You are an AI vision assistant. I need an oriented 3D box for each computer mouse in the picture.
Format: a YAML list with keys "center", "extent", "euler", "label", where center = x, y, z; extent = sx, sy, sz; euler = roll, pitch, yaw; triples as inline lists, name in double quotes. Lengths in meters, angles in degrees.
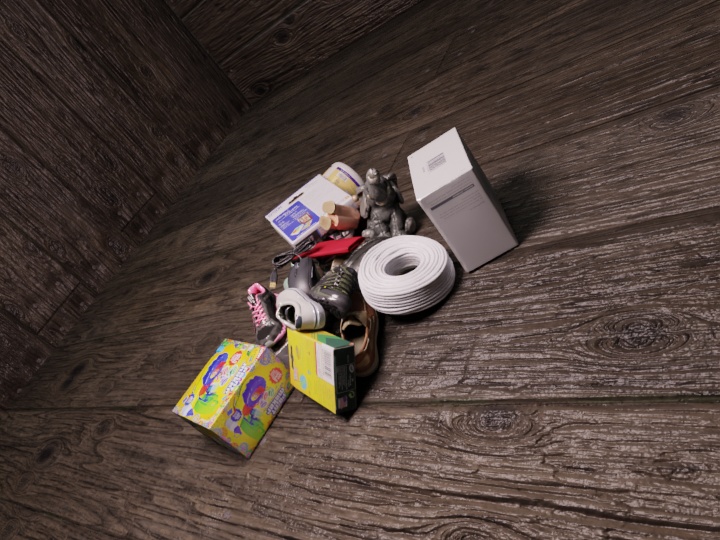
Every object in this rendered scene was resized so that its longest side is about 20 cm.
- center: [-0.162, 0.017, 1.334]
  extent: [0.140, 0.046, 0.201]
  euler: [-26, 49, 21]
  label: "computer mouse"

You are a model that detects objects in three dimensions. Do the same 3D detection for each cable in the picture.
- center: [0.093, 0.005, 1.182]
  extent: [0.198, 0.070, 0.201]
  euler: [-8, 36, 17]
  label: "cable"

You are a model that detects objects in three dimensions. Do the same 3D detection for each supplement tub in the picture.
- center: [-0.085, -0.192, 1.641]
  extent: [0.200, 0.146, 0.145]
  euler: [-48, 29, -11]
  label: "supplement tub"

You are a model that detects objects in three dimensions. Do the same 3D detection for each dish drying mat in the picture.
- center: [-0.083, -0.052, 1.401]
  extent: [0.199, 0.018, 0.077]
  euler: [-8, 26, 41]
  label: "dish drying mat"

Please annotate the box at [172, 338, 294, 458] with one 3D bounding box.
- center: [-0.272, 0.273, 1.261]
  extent: [0.192, 0.122, 0.201]
  euler: [-1, 49, 49]
  label: "box"

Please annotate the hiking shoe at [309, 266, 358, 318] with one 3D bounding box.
- center: [-0.047, 0.032, 1.175]
  extent: [0.101, 0.076, 0.200]
  euler: [-51, 17, -5]
  label: "hiking shoe"

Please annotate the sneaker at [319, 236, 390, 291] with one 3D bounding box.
- center: [0.000, 0.000, 1.324]
  extent: [0.200, 0.091, 0.076]
  euler: [-41, -5, 11]
  label: "sneaker"

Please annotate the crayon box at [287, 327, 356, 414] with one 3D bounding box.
- center: [-0.080, 0.187, 1.135]
  extent: [0.050, 0.128, 0.199]
  euler: [-8, 12, -32]
  label: "crayon box"

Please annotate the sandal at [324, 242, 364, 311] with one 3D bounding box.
- center: [-0.037, 0.014, 1.391]
  extent: [0.080, 0.054, 0.201]
  euler: [23, 74, 12]
  label: "sandal"

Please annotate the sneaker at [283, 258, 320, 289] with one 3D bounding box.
- center: [-0.150, 0.012, 1.456]
  extent: [0.074, 0.119, 0.200]
  euler: [-34, 27, -24]
  label: "sneaker"

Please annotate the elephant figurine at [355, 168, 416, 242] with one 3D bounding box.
- center: [0.052, -0.170, 1.364]
  extent: [0.141, 0.201, 0.154]
  euler: [-34, 28, -32]
  label: "elephant figurine"

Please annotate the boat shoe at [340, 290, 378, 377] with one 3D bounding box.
- center: [-0.005, 0.114, 1.157]
  extent: [0.075, 0.072, 0.201]
  euler: [-22, 46, 11]
  label: "boat shoe"

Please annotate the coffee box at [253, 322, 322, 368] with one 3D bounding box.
- center: [-0.165, 0.143, 1.347]
  extent: [0.114, 0.080, 0.200]
  euler: [-45, 29, -7]
  label: "coffee box"

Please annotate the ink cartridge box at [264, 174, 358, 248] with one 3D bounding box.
- center: [-0.132, -0.153, 1.512]
  extent: [0.197, 0.047, 0.200]
  euler: [-39, 37, -8]
  label: "ink cartridge box"

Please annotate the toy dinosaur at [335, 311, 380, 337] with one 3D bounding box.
- center: [0.021, 0.075, 1.248]
  extent: [0.200, 0.047, 0.088]
  euler: [-41, 43, 2]
  label: "toy dinosaur"

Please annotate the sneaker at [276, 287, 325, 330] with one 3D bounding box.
- center: [-0.145, 0.078, 1.208]
  extent: [0.200, 0.070, 0.074]
  euler: [12, 99, 60]
  label: "sneaker"

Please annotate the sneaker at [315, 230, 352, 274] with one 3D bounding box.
- center: [-0.044, -0.076, 1.491]
  extent: [0.080, 0.086, 0.201]
  euler: [-2, 47, 47]
  label: "sneaker"

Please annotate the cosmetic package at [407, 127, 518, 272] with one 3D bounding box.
- center: [0.204, -0.144, 1.157]
  extent: [0.122, 0.200, 0.200]
  euler: [-29, 31, 17]
  label: "cosmetic package"

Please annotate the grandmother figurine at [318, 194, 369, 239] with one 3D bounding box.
- center: [-0.013, -0.124, 1.435]
  extent: [0.060, 0.199, 0.122]
  euler: [37, 115, 38]
  label: "grandmother figurine"

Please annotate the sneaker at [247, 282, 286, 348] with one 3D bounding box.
- center: [-0.224, 0.098, 1.299]
  extent: [0.079, 0.096, 0.200]
  euler: [-35, 31, 9]
  label: "sneaker"
